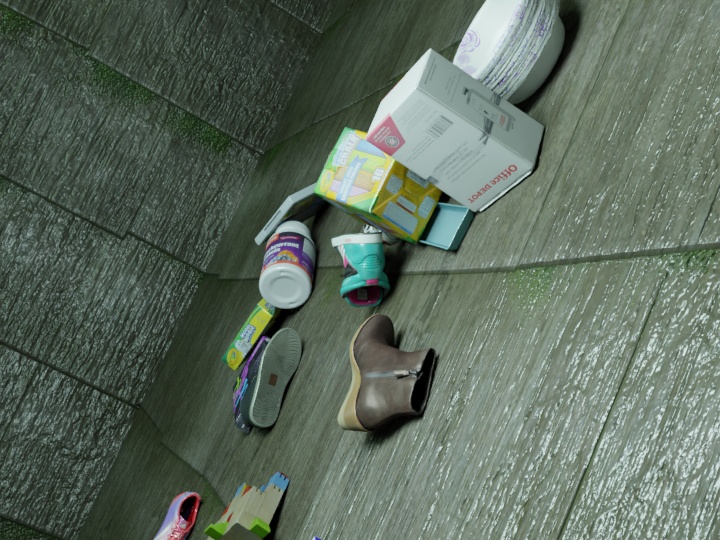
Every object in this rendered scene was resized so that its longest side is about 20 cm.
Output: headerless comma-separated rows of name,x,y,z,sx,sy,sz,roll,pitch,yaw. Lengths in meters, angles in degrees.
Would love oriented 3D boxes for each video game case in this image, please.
video game case,-0.132,-0.146,2.203,0.200,0.022,0.182,-32,-9,-43

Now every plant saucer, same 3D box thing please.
plant saucer,0.122,-0.069,1.499,0.070,0.019,0.200,-63,17,-1

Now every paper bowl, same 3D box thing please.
paper bowl,0.225,-0.329,1.442,0.201,0.104,0.201,-53,19,28

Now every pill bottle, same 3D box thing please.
pill bottle,-0.153,-0.019,2.090,0.112,0.111,0.201,-52,19,30

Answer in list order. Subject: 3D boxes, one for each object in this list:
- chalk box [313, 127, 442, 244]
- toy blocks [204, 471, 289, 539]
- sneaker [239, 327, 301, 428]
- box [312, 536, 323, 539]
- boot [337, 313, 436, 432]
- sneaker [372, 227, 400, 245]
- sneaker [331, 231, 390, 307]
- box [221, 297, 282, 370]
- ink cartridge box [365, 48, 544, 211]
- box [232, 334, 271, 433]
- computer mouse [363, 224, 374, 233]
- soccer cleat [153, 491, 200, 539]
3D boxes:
chalk box,0.018,-0.143,1.561,0.199,0.124,0.124,23,85,49
toy blocks,-0.191,0.408,1.606,0.200,0.100,0.137,-48,10,39
sneaker,-0.184,0.208,1.888,0.106,0.074,0.201,-22,44,62
box,-0.042,0.435,1.057,0.185,0.104,0.200,-59,18,14
boot,0.051,0.132,1.357,0.166,0.072,0.201,-25,38,46
sneaker,0.080,-0.137,1.629,0.201,0.077,0.082,-66,22,-5
sneaker,0.000,0.000,1.618,0.200,0.083,0.122,176,91,-81
box,-0.224,0.119,2.143,0.200,0.048,0.117,-52,-2,26
ink cartridge box,0.130,-0.188,1.343,0.146,0.199,0.083,-39,24,53
box,-0.220,0.233,2.031,0.144,0.036,0.200,-60,17,10
computer mouse,0.035,-0.081,1.744,0.110,0.044,0.201,-136,69,-78
soccer cleat,-0.384,0.548,1.995,0.076,0.066,0.201,-34,29,49
